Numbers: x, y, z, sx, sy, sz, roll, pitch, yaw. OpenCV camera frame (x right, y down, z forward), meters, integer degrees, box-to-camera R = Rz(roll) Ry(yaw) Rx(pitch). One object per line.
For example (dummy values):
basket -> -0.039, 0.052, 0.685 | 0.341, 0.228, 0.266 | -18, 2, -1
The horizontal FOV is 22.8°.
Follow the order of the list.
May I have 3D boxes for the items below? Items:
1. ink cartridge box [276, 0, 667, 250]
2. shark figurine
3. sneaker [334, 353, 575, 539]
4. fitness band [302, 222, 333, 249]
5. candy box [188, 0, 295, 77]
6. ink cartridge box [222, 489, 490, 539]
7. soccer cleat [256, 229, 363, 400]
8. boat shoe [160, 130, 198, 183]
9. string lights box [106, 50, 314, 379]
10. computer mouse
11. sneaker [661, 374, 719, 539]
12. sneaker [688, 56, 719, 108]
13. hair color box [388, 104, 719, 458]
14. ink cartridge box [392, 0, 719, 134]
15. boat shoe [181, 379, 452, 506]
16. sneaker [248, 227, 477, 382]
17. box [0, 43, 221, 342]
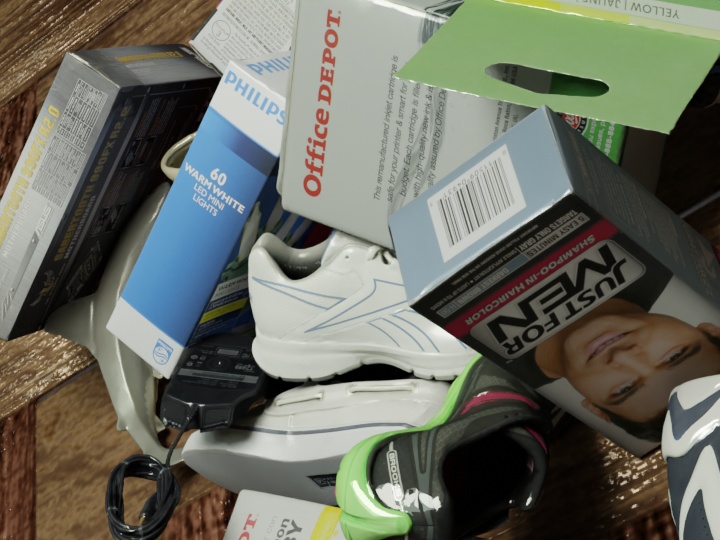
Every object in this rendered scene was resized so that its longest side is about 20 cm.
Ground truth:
ink cartridge box -> 0.062, -0.080, 0.983 | 0.199, 0.083, 0.147 | 21, 120, 23
shark figurine -> -0.171, 0.058, 1.223 | 0.128, 0.089, 0.216 | -42, 46, 49
sneaker -> 0.071, 0.095, 0.920 | 0.083, 0.077, 0.200 | 8, 28, 36
fitness band -> -0.057, -0.069, 1.244 | 0.143, 0.037, 0.201 | -19, 53, 33
candy box -> -0.010, -0.211, 1.141 | 0.200, 0.061, 0.136 | -46, 1, 27
ink cartridge box -> -0.001, 0.210, 0.962 | 0.199, 0.083, 0.146 | 4, 68, 46
soccer cleat -> 0.000, 0.000, 1.127 | 0.201, 0.068, 0.073 | -56, 4, 15
boat shoe -> -0.040, -0.093, 1.171 | 0.199, 0.063, 0.072 | -24, 48, 27
string lights box -> -0.074, -0.038, 1.108 | 0.059, 0.103, 0.201 | 37, 117, 18
computer mouse -> -0.099, 0.100, 1.037 | 0.058, 0.034, 0.200 | 7, 32, 15
sneaker -> 0.219, 0.106, 0.812 | 0.198, 0.079, 0.130 | -13, 58, 40
sneaker -> 0.206, -0.157, 1.020 | 0.076, 0.076, 0.201 | -4, 40, -2
hair color box -> 0.116, 0.012, 0.883 | 0.099, 0.200, 0.061 | -35, 45, 24
ink cartridge box -> 0.119, -0.143, 0.898 | 0.145, 0.048, 0.200 | 14, 33, 21
boat shoe -> -0.024, 0.096, 1.073 | 0.199, 0.072, 0.066 | -11, 47, 44
sneaker -> 0.021, 0.013, 1.031 | 0.199, 0.088, 0.075 | -6, 27, 17
box -> -0.184, -0.057, 1.235 | 0.048, 0.158, 0.201 | 33, 110, 15
